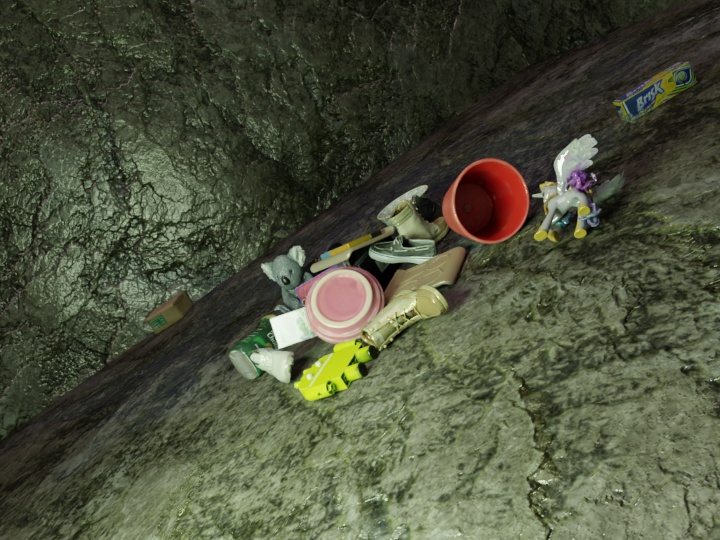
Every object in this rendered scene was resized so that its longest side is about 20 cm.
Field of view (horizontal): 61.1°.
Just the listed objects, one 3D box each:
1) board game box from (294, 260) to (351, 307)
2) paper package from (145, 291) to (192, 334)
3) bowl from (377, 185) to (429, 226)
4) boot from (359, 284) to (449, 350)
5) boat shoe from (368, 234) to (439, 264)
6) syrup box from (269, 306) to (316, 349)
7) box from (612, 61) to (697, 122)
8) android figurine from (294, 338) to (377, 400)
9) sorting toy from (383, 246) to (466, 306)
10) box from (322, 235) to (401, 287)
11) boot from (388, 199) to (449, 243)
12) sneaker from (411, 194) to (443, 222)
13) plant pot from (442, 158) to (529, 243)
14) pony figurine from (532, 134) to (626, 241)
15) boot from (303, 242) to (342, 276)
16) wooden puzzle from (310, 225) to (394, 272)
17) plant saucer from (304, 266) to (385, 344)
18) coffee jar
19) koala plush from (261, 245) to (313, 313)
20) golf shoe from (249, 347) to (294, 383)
[{"bbox_3d":[-0.086,0.064,1.690,0.199,0.121,0.032,-30,-10,35],"label":"board game box"},{"bbox_3d":[-1.044,0.230,3.337,0.199,0.104,0.191,-30,14,11],"label":"paper package"},{"bbox_3d":[0.164,-0.195,2.072,0.200,0.095,0.201,-31,14,9],"label":"bowl"},{"bbox_3d":[0.089,0.103,1.299,0.155,0.073,0.200,-39,13,-22],"label":"boot"},{"bbox_3d":[0.116,-0.064,1.634,0.198,0.072,0.072,3,32,20],"label":"boat shoe"},{"bbox_3d":[-0.123,0.128,1.548,0.198,0.080,0.081,-19,-2,-1],"label":"syrup box"},{"bbox_3d":[0.809,-0.491,1.683,0.199,0.065,0.070,-32,14,11],"label":"box"},{"bbox_3d":[-0.060,0.217,1.324,0.199,0.041,0.182,-21,19,35],"label":"android figurine"},{"bbox_3d":[0.159,0.021,1.509,0.199,0.037,0.185,-20,19,29],"label":"sorting toy"},{"bbox_3d":[0.000,0.000,1.773,0.181,0.105,0.200,-19,20,40],"label":"box"},{"bbox_3d":[0.170,-0.141,1.755,0.072,0.155,0.200,-17,21,47],"label":"boot"},{"bbox_3d":[0.169,-0.156,1.872,0.199,0.114,0.076,-43,-11,-33],"label":"sneaker"},{"bbox_3d":[0.294,-0.163,1.522,0.200,0.201,0.177,-35,5,-8],"label":"plant pot"},{"bbox_3d":[0.443,-0.158,1.272,0.192,0.166,0.201,-33,27,35],"label":"pony figurine"},{"bbox_3d":[-0.153,-0.021,2.251,0.153,0.074,0.204,-25,17,39],"label":"boot"},{"bbox_3d":[-0.025,-0.065,1.681,0.199,0.038,0.184,-31,8,-40],"label":"wooden puzzle"},{"bbox_3d":[-0.041,0.076,1.468,0.200,0.201,0.051,-35,-30,-6],"label":"plant saucer"},{"bbox_3d":[-0.268,0.202,1.703,0.085,0.105,0.200,-17,22,41],"label":"coffee jar"},{"bbox_3d":[-0.214,0.033,1.940,0.176,0.201,0.184,-29,14,18],"label":"koala plush"},{"bbox_3d":[-0.220,0.228,1.493,0.200,0.096,0.079,171,108,-69],"label":"golf shoe"}]
